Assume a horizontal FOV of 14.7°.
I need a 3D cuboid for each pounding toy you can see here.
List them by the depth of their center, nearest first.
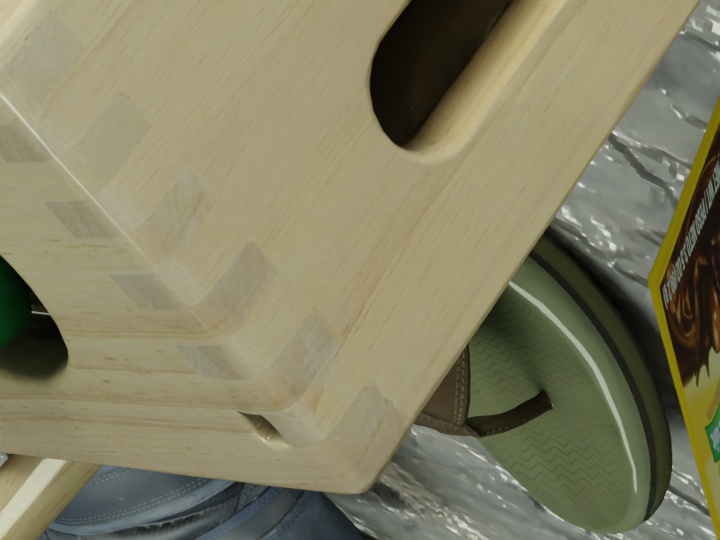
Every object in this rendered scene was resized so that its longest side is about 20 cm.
[{"bbox_3d":[-0.041,-0.025,0.529,0.184,0.200,0.142,1,139,52],"label":"pounding toy"}]

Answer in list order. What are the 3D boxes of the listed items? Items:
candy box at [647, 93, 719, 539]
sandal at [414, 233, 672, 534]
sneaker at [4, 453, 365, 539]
[{"bbox_3d":[0.094,0.001,0.536,0.200,0.026,0.103,100,158,-64],"label":"candy box"},{"bbox_3d":[-0.001,-0.001,0.696,0.201,0.057,0.080,46,154,-21],"label":"sandal"},{"bbox_3d":[-0.099,0.069,0.876,0.201,0.077,0.147,-13,121,35],"label":"sneaker"}]
